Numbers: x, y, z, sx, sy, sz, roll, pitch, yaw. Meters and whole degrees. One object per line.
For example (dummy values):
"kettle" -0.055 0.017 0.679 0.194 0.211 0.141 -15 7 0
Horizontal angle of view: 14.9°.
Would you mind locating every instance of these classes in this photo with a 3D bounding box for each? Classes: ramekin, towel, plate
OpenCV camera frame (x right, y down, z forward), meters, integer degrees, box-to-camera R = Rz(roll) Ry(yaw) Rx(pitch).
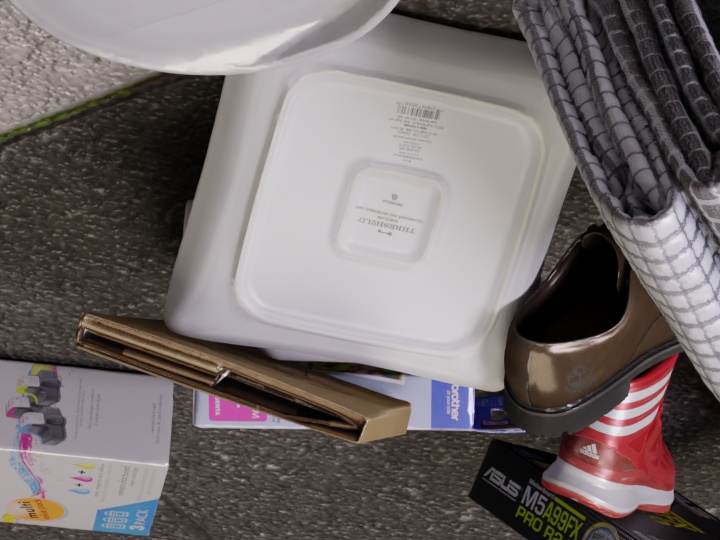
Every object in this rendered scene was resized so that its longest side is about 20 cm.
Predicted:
"ramekin" -0.072 -0.181 1.245 0.201 0.095 0.203 1 149 1
"towel" 0.164 -0.047 1.351 0.085 0.201 0.166 -28 133 10
"plate" 0.014 -0.034 1.445 0.198 0.032 0.201 11 112 -13

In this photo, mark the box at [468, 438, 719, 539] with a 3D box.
"box" 0.186 0.176 1.734 0.160 0.045 0.200 15 -169 -38

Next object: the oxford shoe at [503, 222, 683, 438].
"oxford shoe" 0.155 0.002 1.490 0.072 0.200 0.085 30 148 32

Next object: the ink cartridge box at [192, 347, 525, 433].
"ink cartridge box" 0.002 0.071 1.677 0.198 0.042 0.119 3 -173 2

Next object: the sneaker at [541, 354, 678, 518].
"sneaker" 0.177 0.087 1.720 0.078 0.116 0.200 23 -172 9

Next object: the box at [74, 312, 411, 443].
"box" -0.059 0.059 1.516 0.162 0.021 0.200 18 180 8

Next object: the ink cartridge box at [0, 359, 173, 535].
"ink cartridge box" -0.227 0.112 1.787 0.198 0.068 0.115 6 150 -8

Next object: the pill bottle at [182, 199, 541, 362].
"pill bottle" 0.000 0.000 1.546 0.198 0.105 0.104 2 150 -1
